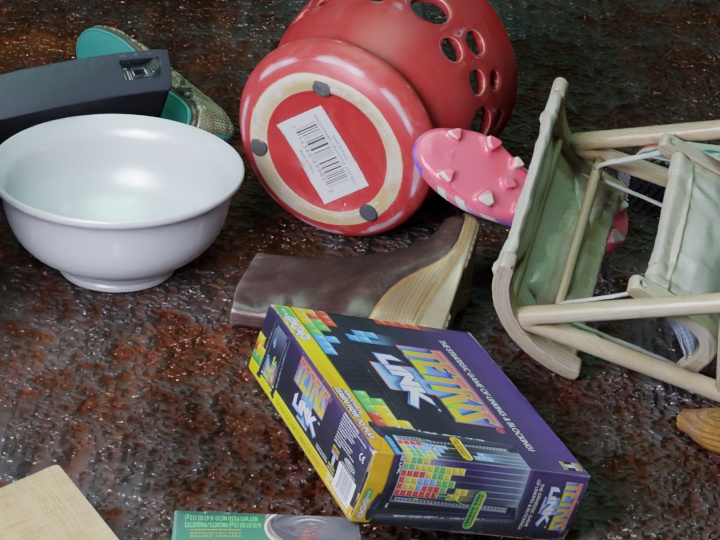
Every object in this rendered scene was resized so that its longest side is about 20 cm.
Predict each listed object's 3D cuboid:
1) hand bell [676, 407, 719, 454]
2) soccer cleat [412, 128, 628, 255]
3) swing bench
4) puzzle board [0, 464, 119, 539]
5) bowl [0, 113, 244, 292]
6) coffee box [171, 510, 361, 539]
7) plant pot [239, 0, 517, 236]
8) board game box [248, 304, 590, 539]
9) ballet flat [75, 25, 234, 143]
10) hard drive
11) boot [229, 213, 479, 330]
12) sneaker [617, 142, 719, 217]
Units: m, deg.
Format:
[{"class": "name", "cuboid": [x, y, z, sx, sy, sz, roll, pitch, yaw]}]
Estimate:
[{"class": "hand bell", "cuboid": [0.298, 0.124, 1.429, 0.104, 0.105, 0.200, -20, 25, -38]}, {"class": "soccer cleat", "cuboid": [0.123, -0.056, 1.684, 0.199, 0.076, 0.067, 19, 66, -20]}, {"class": "swing bench", "cuboid": [0.215, -0.022, 1.569, 0.199, 0.130, 0.199, 9, 51, 15]}, {"class": "puzzle board", "cuboid": [-0.210, 0.194, 1.238, 0.150, 0.017, 0.200, -22, 33, -21]}, {"class": "bowl", "cuboid": [-0.193, -0.044, 1.653, 0.200, 0.091, 0.201, 4, 28, -2]}, {"class": "coffee box", "cuboid": [-0.053, 0.214, 1.228, 0.122, 0.044, 0.200, 3, 27, -3]}, {"class": "plant pot", "cuboid": [0.012, -0.140, 1.754, 0.200, 0.201, 0.183, 14, 34, 19]}, {"class": "board game box", "cuboid": [0.036, 0.100, 1.404, 0.165, 0.057, 0.200, 7, 24, -28]}, {"class": "ballet flat", "cuboid": [-0.184, -0.162, 1.924, 0.075, 0.068, 0.200, 8, 23, -47]}, {"class": "hard drive", "cuboid": [-0.256, -0.118, 1.750, 0.199, 0.135, 0.042, -14, 60, -31]}, {"class": "boot", "cuboid": [0.000, 0.000, 1.614, 0.166, 0.073, 0.200, 12, 32, 10]}, {"class": "sneaker", "cuboid": [0.329, -0.077, 1.810, 0.199, 0.071, 0.093, 15, 35, 25]}]
